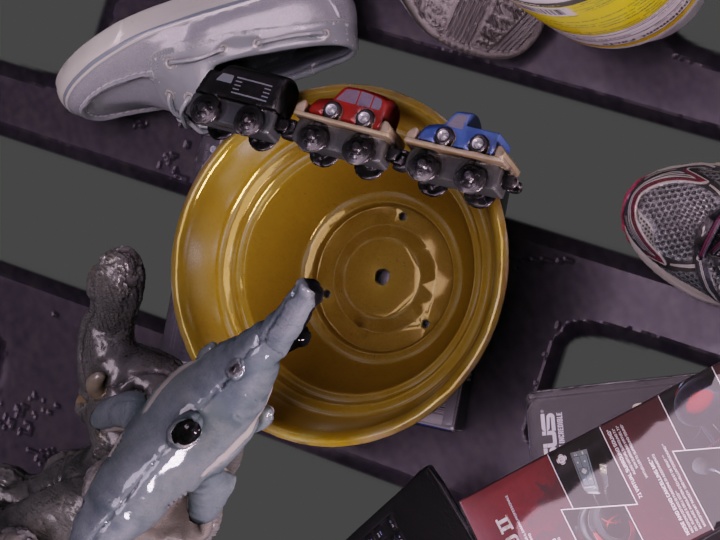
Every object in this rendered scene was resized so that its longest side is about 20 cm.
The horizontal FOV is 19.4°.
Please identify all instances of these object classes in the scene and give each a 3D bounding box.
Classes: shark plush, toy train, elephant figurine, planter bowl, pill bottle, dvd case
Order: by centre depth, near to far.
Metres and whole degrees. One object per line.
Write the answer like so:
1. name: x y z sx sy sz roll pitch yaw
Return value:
1. shark plush: -0.078 0.084 1.125 0.200 0.083 0.091 -34 93 26
2. pill bottle: 0.128 -0.183 1.138 0.112 0.200 0.113 -2 85 22
3. toy train: -0.002 -0.076 1.141 0.200 0.034 0.046 16 78 23
4. planter bowl: 0.000 0.000 1.201 0.200 0.083 0.201 -2 84 21
5. elephant figurine: -0.129 0.112 1.245 0.200 0.155 0.142 -47 48 21
6. dvd case: -0.019 0.005 1.274 0.200 0.025 0.150 11 89 22

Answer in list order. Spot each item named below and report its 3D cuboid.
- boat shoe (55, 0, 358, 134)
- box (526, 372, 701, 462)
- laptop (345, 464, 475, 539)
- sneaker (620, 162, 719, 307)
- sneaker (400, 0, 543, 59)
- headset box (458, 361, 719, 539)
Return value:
1. boat shoe: -0.094 -0.125 1.290 0.201 0.070 0.072 -20 68 16
2. box: 0.181 0.158 1.168 0.160 0.044 0.200 -7 83 21
3. laptop: 0.002 0.242 1.196 0.177 0.103 0.200 59 136 16
4. sneaker: 0.233 -0.006 1.146 0.200 0.075 0.081 25 94 23
5. sneaker: 0.018 -0.205 1.250 0.200 0.121 0.084 34 108 -19
6. headset box: 0.153 0.115 1.079 0.200 0.149 0.075 -30 74 17
